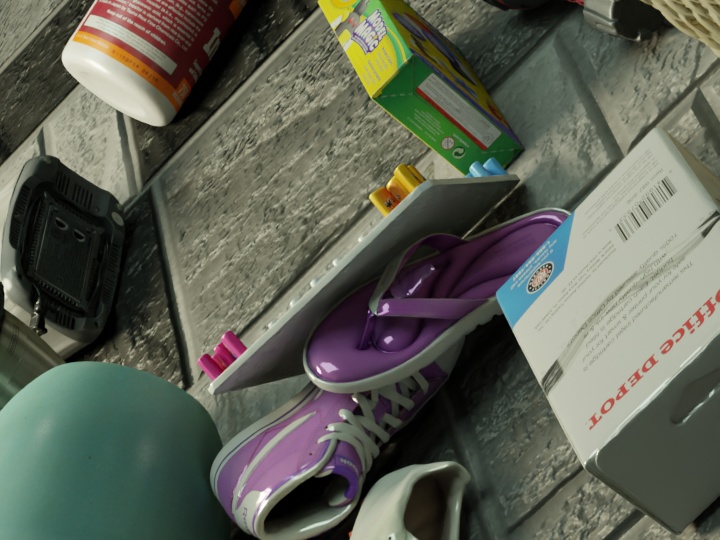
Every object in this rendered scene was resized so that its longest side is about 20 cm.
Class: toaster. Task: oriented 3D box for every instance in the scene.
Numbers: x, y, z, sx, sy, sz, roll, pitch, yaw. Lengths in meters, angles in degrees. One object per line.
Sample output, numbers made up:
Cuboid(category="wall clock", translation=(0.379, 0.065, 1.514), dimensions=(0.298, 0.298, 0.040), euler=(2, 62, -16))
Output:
Cuboid(category="toaster", translation=(-0.276, 0.013, 2.169), dimensions=(0.129, 0.113, 0.201), euler=(-36, 34, 35))

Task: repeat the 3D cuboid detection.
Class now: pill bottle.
Cuboid(category="pill bottle", translation=(-0.162, -0.235, 2.272), dimensions=(0.200, 0.113, 0.113), euler=(-59, 29, -10))

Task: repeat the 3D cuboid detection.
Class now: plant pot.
Cuboid(category="plant pot", translation=(-0.175, 0.159, 1.743), dimensions=(0.200, 0.200, 0.162), euler=(-21, 44, 44))

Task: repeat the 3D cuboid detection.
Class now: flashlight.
Cuboid(category="flashlight", translation=(0.144, -0.199, 1.824), dimensions=(0.200, 0.068, 0.068), euler=(35, 118, 61))

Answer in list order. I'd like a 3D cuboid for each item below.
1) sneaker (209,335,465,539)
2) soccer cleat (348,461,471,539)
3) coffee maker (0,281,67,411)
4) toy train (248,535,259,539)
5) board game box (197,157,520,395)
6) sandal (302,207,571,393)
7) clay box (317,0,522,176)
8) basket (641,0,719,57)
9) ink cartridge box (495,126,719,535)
Cuboid(category="sneaker", translation=(0.003, 0.101, 1.664), dimensions=(0.200, 0.073, 0.114), euler=(-44, 22, -5))
Cuboid(category="soccer cleat", translation=(0.015, 0.196, 1.564), dimensions=(0.077, 0.069, 0.201), euler=(-32, 31, 45))
Cuboid(category="coffee maker", translation=(-0.252, 0.122, 1.910), dimensions=(0.192, 0.200, 0.135), euler=(-10, 47, 50))
Cuboid(category="toy train", translation=(-0.016, 0.109, 1.750), dimensions=(0.200, 0.034, 0.046), euler=(-58, 16, -8))
Cuboid(category="board game box", translation=(0.000, 0.000, 1.722), dimensions=(0.200, 0.026, 0.200), euler=(-43, -11, 17))
Cuboid(category="sandal", translation=(0.048, 0.006, 1.660), dimensions=(0.202, 0.050, 0.082), euler=(-29, 44, -12))
Cuboid(category="clay box", translation=(0.038, -0.146, 1.869), dimensions=(0.048, 0.115, 0.200), euler=(-45, 30, 12))
Cuboid(category="basket", translation=(0.260, -0.212, 1.530), dimensions=(0.198, 0.200, 0.161), euler=(12, 74, 60))
Cuboid(category="ink cartridge box", translation=(0.174, 0.032, 1.493), dimensions=(0.145, 0.084, 0.200), euler=(-46, 28, 13))
